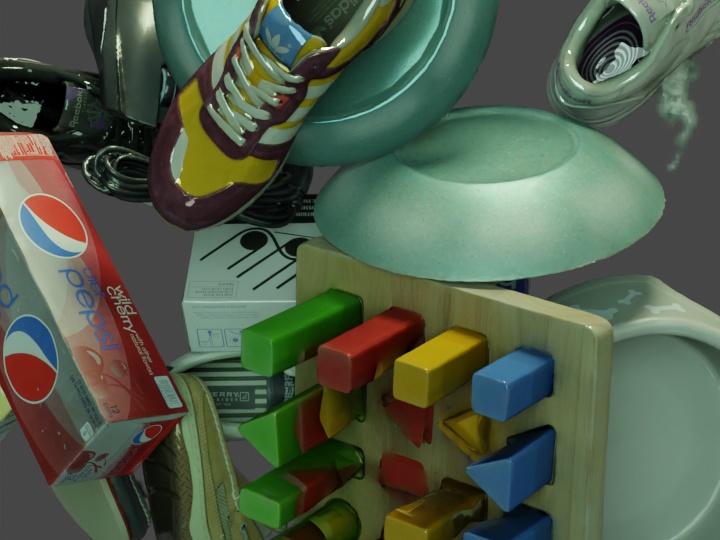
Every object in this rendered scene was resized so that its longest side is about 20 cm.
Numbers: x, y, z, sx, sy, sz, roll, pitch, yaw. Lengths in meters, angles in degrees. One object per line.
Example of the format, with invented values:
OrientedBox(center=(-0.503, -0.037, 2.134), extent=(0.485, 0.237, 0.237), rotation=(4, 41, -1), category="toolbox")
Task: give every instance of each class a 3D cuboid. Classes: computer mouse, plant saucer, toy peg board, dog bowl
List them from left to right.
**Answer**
OrientedBox(center=(-0.090, -0.109, 1.559), extent=(0.140, 0.201, 0.046), rotation=(14, 131, -17), category="computer mouse")
OrientedBox(center=(-0.022, -0.159, 1.498), extent=(0.199, 0.027, 0.202), rotation=(0, 87, 8), category="plant saucer")
OrientedBox(center=(0.023, 0.109, 1.453), extent=(0.198, 0.098, 0.201), rotation=(17, 117, 34), category="toy peg board")
OrientedBox(center=(0.072, -0.055, 1.513), extent=(0.200, 0.201, 0.039), rotation=(0, 116, 6), category="plant saucer")
OrientedBox(center=(0.155, 0.106, 1.524), extent=(0.199, 0.059, 0.201), rotation=(-4, 105, -14), category="dog bowl")

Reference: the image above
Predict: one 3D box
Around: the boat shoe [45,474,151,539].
OrientedBox(center=(-0.170, 0.071, 1.601), extent=(0.062, 0.071, 0.201), rotation=(-24, 84, -34), category="boat shoe")

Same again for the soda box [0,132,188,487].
OrientedBox(center=(-0.178, 0.020, 1.522), extent=(0.070, 0.063, 0.201), rotation=(-46, 62, 37), category="soda box")

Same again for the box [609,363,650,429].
OrientedBox(center=(0.084, 0.120, 1.576), extent=(0.075, 0.050, 0.201), rotation=(35, 92, 6), category="box")

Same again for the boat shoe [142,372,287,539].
OrientedBox(center=(-0.080, 0.146, 1.567), extent=(0.076, 0.072, 0.201), rotation=(-14, 118, -17), category="boat shoe")

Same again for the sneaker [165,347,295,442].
OrientedBox(center=(-0.026, 0.074, 1.579), extent=(0.199, 0.071, 0.074), rotation=(-7, 87, 6), category="sneaker")

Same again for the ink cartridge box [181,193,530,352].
OrientedBox(center=(0.000, 0.000, 1.569), extent=(0.199, 0.044, 0.094), rotation=(0, 44, 6), category="ink cartridge box")

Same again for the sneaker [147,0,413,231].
OrientedBox(center=(-0.050, -0.108, 1.440), extent=(0.075, 0.090, 0.200), rotation=(38, 92, 9), category="sneaker")

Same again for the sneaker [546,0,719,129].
OrientedBox(center=(0.189, -0.160, 1.552), extent=(0.075, 0.100, 0.200), rotation=(44, 91, 8), category="sneaker")

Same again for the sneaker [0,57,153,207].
OrientedBox(center=(-0.145, -0.081, 1.590), extent=(0.199, 0.088, 0.076), rotation=(11, 89, 6), category="sneaker")

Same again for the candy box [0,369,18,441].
OrientedBox(center=(-0.285, 0.089, 1.581), extent=(0.116, 0.055, 0.200), rotation=(49, 117, 6), category="candy box")
